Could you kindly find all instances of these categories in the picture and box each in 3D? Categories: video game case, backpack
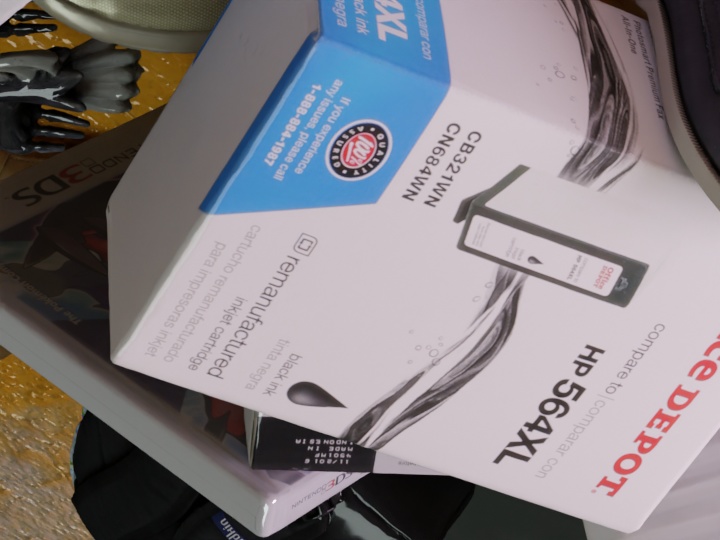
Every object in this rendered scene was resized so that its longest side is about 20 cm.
[{"bbox_3d":[-0.047,0.006,1.069,0.200,0.182,0.023,34,131,27],"label":"video game case"},{"bbox_3d":[-0.046,0.081,1.188,0.163,0.154,0.200,43,132,4],"label":"backpack"}]

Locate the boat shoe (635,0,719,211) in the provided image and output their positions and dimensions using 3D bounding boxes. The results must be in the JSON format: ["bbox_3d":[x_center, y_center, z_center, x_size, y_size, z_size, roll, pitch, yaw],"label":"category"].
[{"bbox_3d":[0.133,-0.071,0.851,0.072,0.201,0.063,11,130,-27],"label":"boat shoe"}]

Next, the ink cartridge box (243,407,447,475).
[{"bbox_3d":[0.000,0.000,1.040,0.094,0.200,0.037,2,129,-8],"label":"ink cartridge box"}]

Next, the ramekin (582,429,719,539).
[{"bbox_3d":[0.144,0.090,1.063,0.094,0.203,0.203,-17,137,13],"label":"ramekin"}]

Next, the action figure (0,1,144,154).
[{"bbox_3d":[-0.140,-0.110,1.074,0.101,0.120,0.200,-9,171,-3],"label":"action figure"}]

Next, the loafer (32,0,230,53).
[{"bbox_3d":[-0.021,-0.125,0.944,0.199,0.076,0.068,-8,136,-19],"label":"loafer"}]

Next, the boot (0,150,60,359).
[{"bbox_3d":[-0.119,0.007,1.308,0.199,0.066,0.175,15,149,20],"label":"boot"}]

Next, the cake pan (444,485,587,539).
[{"bbox_3d":[0.082,0.138,1.223,0.037,0.201,0.200,3,171,-40],"label":"cake pan"}]

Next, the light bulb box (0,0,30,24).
[{"bbox_3d":[-0.138,-0.173,0.885,0.125,0.199,0.200,34,152,-18],"label":"light bulb box"}]

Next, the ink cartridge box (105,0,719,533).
[{"bbox_3d":[0.038,-0.014,0.888,0.199,0.085,0.146,19,126,-21],"label":"ink cartridge box"}]
